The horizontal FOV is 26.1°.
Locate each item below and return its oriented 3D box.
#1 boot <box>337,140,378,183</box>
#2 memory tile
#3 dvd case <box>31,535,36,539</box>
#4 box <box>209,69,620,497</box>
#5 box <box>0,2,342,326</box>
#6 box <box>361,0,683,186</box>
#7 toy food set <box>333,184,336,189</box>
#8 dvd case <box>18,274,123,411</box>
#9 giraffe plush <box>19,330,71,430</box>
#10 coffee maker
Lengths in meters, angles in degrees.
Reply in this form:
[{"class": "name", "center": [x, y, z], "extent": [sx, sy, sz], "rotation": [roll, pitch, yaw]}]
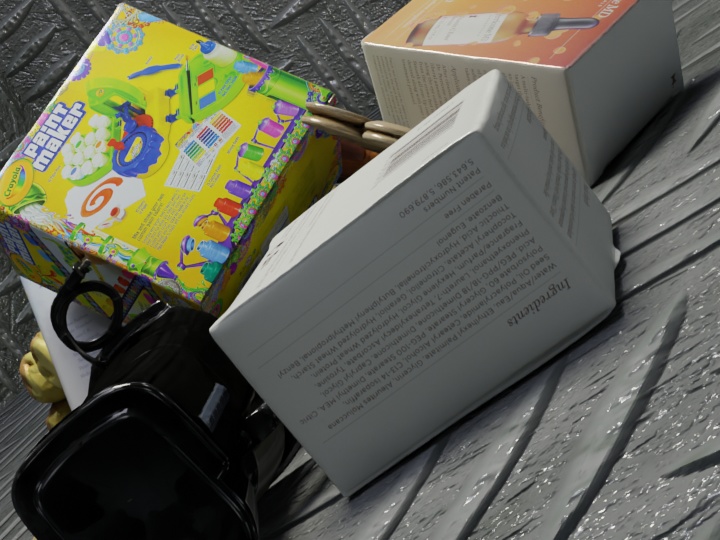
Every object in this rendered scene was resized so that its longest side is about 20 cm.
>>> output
[{"class": "boot", "center": [0.002, -0.109, 1.388], "extent": [0.069, 0.200, 0.188], "rotation": [-69, -24, -15]}, {"class": "memory tile", "center": [0.056, -0.085, 1.139], "extent": [0.200, 0.153, 0.017], "rotation": [12, -86, -65]}, {"class": "dvd case", "center": [-0.259, 0.239, 1.182], "extent": [0.149, 0.016, 0.200], "rotation": [-60, 4, 13]}, {"class": "box", "center": [0.040, 0.000, 0.941], "extent": [0.200, 0.131, 0.199], "rotation": [-37, 8, 17]}, {"class": "box", "center": [-0.145, -0.065, 1.186], "extent": [0.200, 0.192, 0.122], "rotation": [-59, -15, -22]}, {"class": "box", "center": [0.131, -0.165, 1.241], "extent": [0.200, 0.106, 0.152], "rotation": [13, 44, 38]}, {"class": "toy food set", "center": [-0.113, -0.054, 1.350], "extent": [0.200, 0.049, 0.198], "rotation": [-21, 24, -37]}, {"class": "dvd case", "center": [-0.182, 0.038, 1.229], "extent": [0.143, 0.200, 0.018], "rotation": [-29, -26, 3]}, {"class": "giraffe plush", "center": [-0.192, 0.096, 1.420], "extent": [0.162, 0.173, 0.200], "rotation": [-33, 10, -31]}, {"class": "coffee maker", "center": [-0.137, 0.102, 0.954], "extent": [0.200, 0.192, 0.135], "rotation": [-67, 2, -79]}]
